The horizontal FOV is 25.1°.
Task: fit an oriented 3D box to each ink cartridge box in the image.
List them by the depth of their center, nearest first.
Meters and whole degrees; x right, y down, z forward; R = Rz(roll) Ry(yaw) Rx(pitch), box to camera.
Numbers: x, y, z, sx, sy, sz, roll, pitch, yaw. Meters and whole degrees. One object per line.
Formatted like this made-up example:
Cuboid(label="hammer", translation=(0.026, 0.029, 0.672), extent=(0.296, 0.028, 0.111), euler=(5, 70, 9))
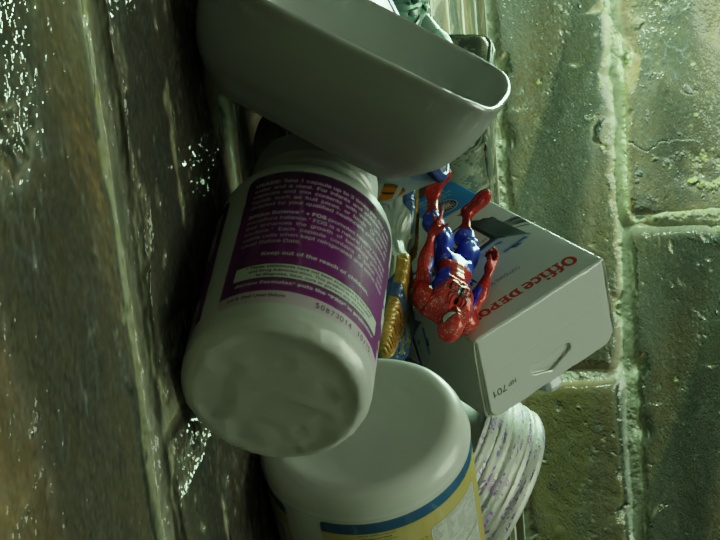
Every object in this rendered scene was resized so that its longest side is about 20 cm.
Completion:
Cuboid(label="ink cartridge box", translation=(0.092, 0.019, 1.369), extent=(0.200, 0.146, 0.086), euler=(30, -38, 47))

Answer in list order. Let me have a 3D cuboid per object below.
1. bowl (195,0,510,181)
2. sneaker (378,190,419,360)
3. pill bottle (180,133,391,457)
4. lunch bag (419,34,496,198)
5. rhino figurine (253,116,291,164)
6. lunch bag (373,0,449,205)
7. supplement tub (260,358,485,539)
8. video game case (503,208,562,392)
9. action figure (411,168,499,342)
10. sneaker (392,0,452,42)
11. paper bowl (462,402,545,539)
Cuboid(label="bowl", translation=(-0.010, -0.127, 1.026), extent=(0.075, 0.199, 0.200), euler=(-62, 180, 18))
Cuboid(label="sneaker", translation=(0.000, 0.000, 1.287), extent=(0.200, 0.088, 0.075), euler=(-85, 173, -47))
Cuboid(label="pill bottle", translation=(-0.038, 0.006, 0.977), extent=(0.200, 0.112, 0.112), euler=(-81, 165, -49))
Cuboid(label="lunch bag", translation=(0.066, -0.108, 1.564), extent=(0.200, 0.139, 0.168), euler=(-82, 165, -46))
Cuboid(label="rhino figurine", translation=(-0.036, -0.062, 1.172), extent=(0.200, 0.060, 0.088), euler=(75, 22, -61))
Cuboid(label="lunch bag", translation=(0.004, -0.162, 1.258), extent=(0.200, 0.075, 0.160), euler=(61, 21, -20))
Cuboid(label="supplement tub", translation=(0.014, 0.178, 1.144), extent=(0.145, 0.144, 0.200), euler=(-82, 166, -50))
Cuboid(label="video game case", translation=(0.115, 0.028, 1.690), extent=(0.023, 0.182, 0.200), euler=(-30, 110, -31))
Cuboid(label="action figure", translation=(0.074, -0.010, 1.286), extent=(0.052, 0.065, 0.200), euler=(-46, -159, 33))
Cuboid(label="sneaker", translation=(0.056, -0.222, 1.355), extent=(0.201, 0.118, 0.074), euler=(-64, 170, 20))
Cuboid(label="paper bowl", translation=(0.058, 0.179, 1.362), extent=(0.201, 0.104, 0.201), euler=(-52, -169, 15))
